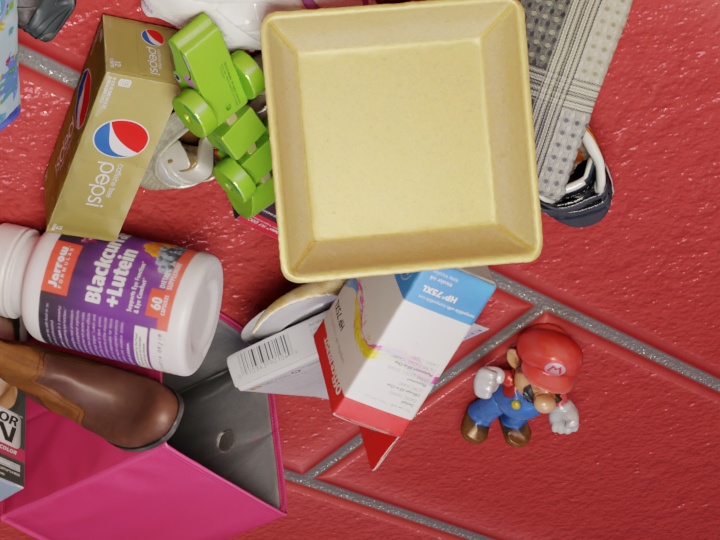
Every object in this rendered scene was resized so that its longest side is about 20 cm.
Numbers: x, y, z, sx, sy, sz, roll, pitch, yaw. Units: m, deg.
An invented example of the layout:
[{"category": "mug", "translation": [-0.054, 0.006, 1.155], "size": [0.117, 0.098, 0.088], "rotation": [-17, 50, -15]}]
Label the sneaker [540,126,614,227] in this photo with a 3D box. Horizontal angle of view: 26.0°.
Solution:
[{"category": "sneaker", "translation": [0.185, -0.083, 1.404], "size": [0.078, 0.080, 0.200], "rotation": [-19, 143, 12]}]

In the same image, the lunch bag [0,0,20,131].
[{"category": "lunch bag", "translation": [-0.352, -0.181, 1.129], "size": [0.199, 0.128, 0.170], "rotation": [22, 140, 7]}]

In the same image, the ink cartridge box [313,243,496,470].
[{"category": "ink cartridge box", "translation": [0.023, 0.050, 1.278], "size": [0.067, 0.116, 0.200], "rotation": [21, 115, -22]}]

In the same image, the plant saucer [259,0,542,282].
[{"category": "plant saucer", "translation": [0.029, -0.099, 1.178], "size": [0.199, 0.201, 0.048], "rotation": [-5, -177, -7]}]

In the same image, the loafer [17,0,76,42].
[{"category": "loafer", "translation": [-0.217, -0.246, 1.117], "size": [0.072, 0.073, 0.200], "rotation": [20, 133, -26]}]

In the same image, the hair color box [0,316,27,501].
[{"category": "hair color box", "translation": [-0.362, 0.108, 1.428], "size": [0.061, 0.201, 0.099], "rotation": [-30, 138, 25]}]

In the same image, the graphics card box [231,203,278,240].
[{"category": "graphics card box", "translation": [-0.006, -0.091, 1.375], "size": [0.125, 0.051, 0.200], "rotation": [27, 129, -38]}]

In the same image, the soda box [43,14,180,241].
[{"category": "soda box", "translation": [-0.208, -0.113, 1.288], "size": [0.064, 0.068, 0.200], "rotation": [8, 139, -22]}]

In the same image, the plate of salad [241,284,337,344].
[{"category": "plate of salad", "translation": [-0.023, 0.023, 1.500], "size": [0.199, 0.048, 0.200], "rotation": [-18, 165, -5]}]

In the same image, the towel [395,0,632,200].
[{"category": "towel", "translation": [0.113, -0.171, 1.247], "size": [0.192, 0.035, 0.201], "rotation": [13, 105, -23]}]

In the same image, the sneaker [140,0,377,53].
[{"category": "sneaker", "translation": [-0.075, -0.206, 1.211], "size": [0.199, 0.075, 0.100], "rotation": [15, 150, -22]}]

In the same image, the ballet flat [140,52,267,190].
[{"category": "ballet flat", "translation": [-0.126, -0.113, 1.311], "size": [0.067, 0.063, 0.200], "rotation": [26, 130, -37]}]

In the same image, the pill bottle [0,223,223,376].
[{"category": "pill bottle", "translation": [-0.231, 0.019, 1.382], "size": [0.199, 0.112, 0.112], "rotation": [13, 143, 9]}]

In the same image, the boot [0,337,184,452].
[{"category": "boot", "translation": [-0.269, 0.081, 1.338], "size": [0.188, 0.069, 0.200], "rotation": [20, 168, 42]}]

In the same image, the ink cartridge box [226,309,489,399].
[{"category": "ink cartridge box", "translation": [0.002, 0.071, 1.521], "size": [0.198, 0.044, 0.200], "rotation": [-25, 162, 20]}]

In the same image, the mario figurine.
[{"category": "mario figurine", "translation": [0.175, 0.141, 1.659], "size": [0.123, 0.106, 0.200], "rotation": [-31, 162, -31]}]

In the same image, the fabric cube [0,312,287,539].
[{"category": "fabric cube", "translation": [-0.213, 0.156, 1.525], "size": [0.199, 0.201, 0.196], "rotation": [-26, 141, 23]}]

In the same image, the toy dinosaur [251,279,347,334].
[{"category": "toy dinosaur", "translation": [0.000, 0.000, 1.368], "size": [0.199, 0.101, 0.058], "rotation": [-4, 145, -12]}]

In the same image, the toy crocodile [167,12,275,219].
[{"category": "toy crocodile", "translation": [-0.104, -0.117, 1.222], "size": [0.068, 0.062, 0.200], "rotation": [-45, 140, -17]}]
